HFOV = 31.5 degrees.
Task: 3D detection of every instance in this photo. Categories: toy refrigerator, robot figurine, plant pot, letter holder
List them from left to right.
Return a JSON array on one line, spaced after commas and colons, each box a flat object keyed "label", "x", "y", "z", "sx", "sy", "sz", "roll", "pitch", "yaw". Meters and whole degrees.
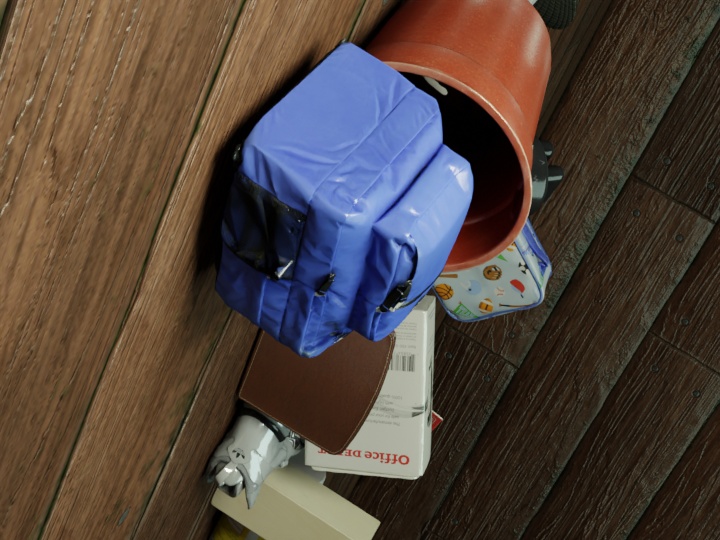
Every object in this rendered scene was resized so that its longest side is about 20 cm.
[{"label": "toy refrigerator", "x": -0.081, "y": 0.303, "z": 1.604, "sx": 0.077, "sy": 0.198, "sz": 0.070, "roll": -64, "pitch": 171, "yaw": 27}, {"label": "letter holder", "x": -0.027, "y": 0.076, "z": 1.344, "sx": 0.101, "sy": 0.141, "sz": 0.202, "roll": -49, "pitch": 167, "yaw": -49}, {"label": "plant pot", "x": 0.069, "y": -0.139, "z": 1.076, "sx": 0.202, "sy": 0.198, "sz": 0.196, "roll": 112, "pitch": 3, "yaw": -45}, {"label": "robot figurine", "x": 0.174, "y": -0.130, "z": 1.714, "sx": 0.150, "sy": 0.197, "sz": 0.127, "roll": -142, "pitch": -128, "yaw": -57}]

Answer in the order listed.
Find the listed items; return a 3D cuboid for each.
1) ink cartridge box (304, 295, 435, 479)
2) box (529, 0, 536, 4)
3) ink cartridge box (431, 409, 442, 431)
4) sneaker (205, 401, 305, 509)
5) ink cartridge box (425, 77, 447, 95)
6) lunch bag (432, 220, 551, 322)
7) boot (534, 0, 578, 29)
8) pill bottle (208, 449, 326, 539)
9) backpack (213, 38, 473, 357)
[{"label": "ink cartridge box", "x": 0.012, "y": 0.132, "z": 1.511, "sx": 0.083, "sy": 0.144, "sz": 0.204, "roll": -44, "pitch": 137, "yaw": -74}, {"label": "box", "x": 0.260, "y": -0.441, "z": 1.652, "sx": 0.200, "sy": 0.041, "sz": 0.157, "roll": -52, "pitch": 168, "yaw": -50}, {"label": "ink cartridge box", "x": -0.003, "y": 0.186, "z": 1.660, "sx": 0.045, "sy": 0.176, "sz": 0.201, "roll": -46, "pitch": 174, "yaw": -34}, {"label": "sneaker", "x": -0.123, "y": 0.215, "z": 1.495, "sx": 0.116, "sy": 0.074, "sz": 0.200, "roll": -57, "pitch": 167, "yaw": -12}, {"label": "ink cartridge box", "x": 0.068, "y": -0.145, "z": 1.359, "sx": 0.147, "sy": 0.084, "sz": 0.201, "roll": -56, "pitch": 169, "yaw": -24}, {"label": "lunch bag", "x": 0.154, "y": -0.030, "z": 1.630, "sx": 0.158, "sy": 0.201, "sz": 0.076, "roll": -17, "pitch": -151, "yaw": 31}, {"label": "boot", "x": 0.316, "y": -0.454, "z": 1.885, "sx": 0.200, "sy": 0.067, "sz": 0.132, "roll": 103, "pitch": 13, "yaw": -69}, {"label": "pill bottle", "x": -0.129, "y": 0.337, "z": 1.730, "sx": 0.202, "sy": 0.113, "sz": 0.114, "roll": -62, "pitch": 171, "yaw": 20}, {"label": "backpack", "x": -0.021, "y": -0.028, "z": 0.948, "sx": 0.162, "sy": 0.167, "sz": 0.201, "roll": -42, "pitch": 166, "yaw": -38}]
